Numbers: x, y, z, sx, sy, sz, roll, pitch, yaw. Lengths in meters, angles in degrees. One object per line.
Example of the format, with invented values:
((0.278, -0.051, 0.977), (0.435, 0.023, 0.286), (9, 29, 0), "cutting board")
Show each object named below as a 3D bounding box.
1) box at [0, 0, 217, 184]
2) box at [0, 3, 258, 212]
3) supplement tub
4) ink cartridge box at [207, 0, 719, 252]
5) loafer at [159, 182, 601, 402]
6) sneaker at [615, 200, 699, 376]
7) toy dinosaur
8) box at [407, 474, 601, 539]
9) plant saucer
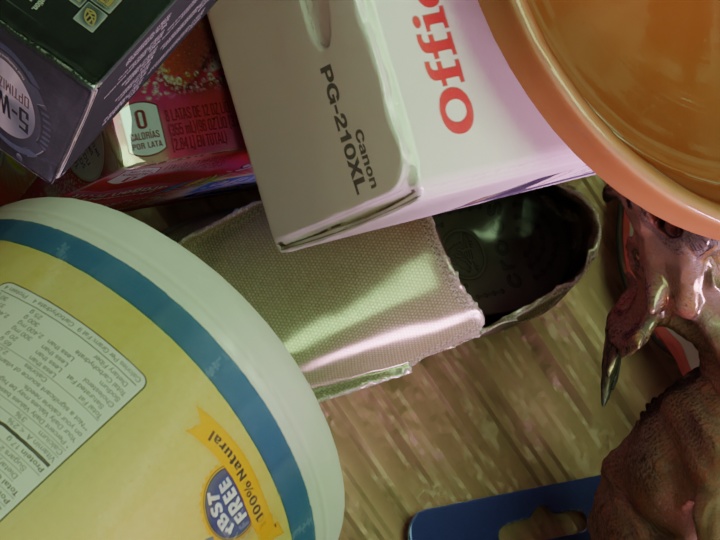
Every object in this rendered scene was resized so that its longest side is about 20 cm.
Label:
((-0.083, -0.140, 0.768), (0.160, 0.044, 0.200), (35, 54, 2), "box")
((-0.028, -0.079, 0.968), (0.200, 0.100, 0.096), (-11, 85, -35), "box")
((-0.115, 0.089, 0.814), (0.200, 0.145, 0.145), (-44, 105, -34), "supplement tub")
((0.051, -0.100, 0.914), (0.200, 0.084, 0.145), (-15, 86, -36), "ink cartridge box")
((0.000, 0.000, 0.987), (0.200, 0.068, 0.076), (-19, 84, -38), "loafer")
((0.153, 0.025, 1.062), (0.074, 0.087, 0.201), (8, 62, -38), "sneaker")
((0.109, 0.067, 0.989), (0.086, 0.200, 0.136), (-13, 46, -46), "toy dinosaur")
((0.087, 0.172, 1.035), (0.121, 0.032, 0.201), (-8, 84, -35), "box")
((0.107, -0.105, 0.881), (0.200, 0.032, 0.201), (9, 74, -32), "plant saucer")
